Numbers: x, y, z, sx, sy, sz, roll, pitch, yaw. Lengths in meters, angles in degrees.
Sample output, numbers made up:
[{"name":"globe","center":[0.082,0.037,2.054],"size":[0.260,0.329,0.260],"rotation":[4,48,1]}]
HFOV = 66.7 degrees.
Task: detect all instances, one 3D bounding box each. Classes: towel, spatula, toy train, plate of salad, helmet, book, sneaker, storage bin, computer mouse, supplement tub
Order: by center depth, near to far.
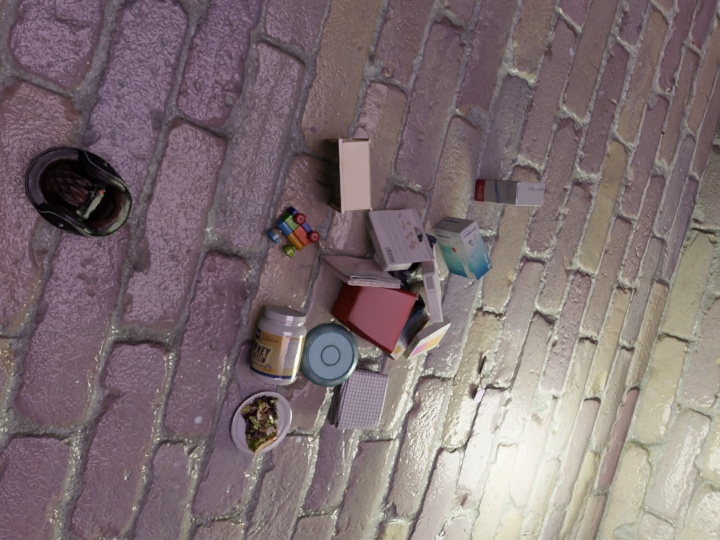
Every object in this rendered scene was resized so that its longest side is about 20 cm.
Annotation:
[{"name":"helmet","center":[-0.628,-0.176,1.214],"size":[0.200,0.190,0.201],"rotation":[-50,156,-31]},{"name":"storage bin","center":[-0.038,-0.280,1.583],"size":[0.093,0.199,0.202],"rotation":[-6,105,-15]},{"name":"supplement tub","center":[-0.237,0.215,1.591],"size":[0.143,0.144,0.202],"rotation":[9,96,-35]},{"name":"toy train","center":[-0.177,-0.079,1.607],"size":[0.116,0.085,0.200],"rotation":[-41,121,-7]},{"name":"plate of salad","center":[-0.296,0.469,1.668],"size":[0.198,0.048,0.202],"rotation":[-8,105,-31]},{"name":"towel","center":[0.000,0.000,1.672],"size":[0.198,0.191,0.033],"rotation":[6,109,-34]},{"name":"computer mouse","center":[0.141,0.053,1.811],"size":[0.046,0.140,0.201],"rotation":[-35,118,-13]},{"name":"towel","center":[-0.009,0.425,1.828],"size":[0.164,0.085,0.202],"rotation":[11,89,-27]},{"name":"sneaker","center":[0.193,-0.046,1.868],"size":[0.200,0.077,0.086],"rotation":[-49,157,-32]},{"name":"book","center":[0.226,0.238,1.888],"size":[0.133,0.200,0.048],"rotation":[-27,70,-23]},{"name":"spatula","center":[0.486,0.438,2.198],"size":[0.056,0.020,0.202],"rotation":[0,99,-46]}]

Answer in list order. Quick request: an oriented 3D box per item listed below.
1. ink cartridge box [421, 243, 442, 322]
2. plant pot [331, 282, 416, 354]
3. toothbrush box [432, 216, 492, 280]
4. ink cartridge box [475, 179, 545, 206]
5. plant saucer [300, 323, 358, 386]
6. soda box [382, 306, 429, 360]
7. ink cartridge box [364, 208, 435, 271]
[{"name":"ink cartridge box","center":[0.237,0.040,1.811],"size":[0.044,0.177,0.201],"rotation":[-7,124,10]},{"name":"plant pot","center":[0.026,0.119,1.727],"size":[0.175,0.200,0.201],"rotation":[26,86,-24]},{"name":"toothbrush box","center":[0.358,-0.080,1.919],"size":[0.085,0.146,0.201],"rotation":[-36,119,-22]},{"name":"ink cartridge box","center":[0.532,-0.279,1.957],"size":[0.145,0.199,0.084],"rotation":[-3,102,-33]},{"name":"plant saucer","center":[-0.096,0.268,1.729],"size":[0.198,0.027,0.202],"rotation":[0,89,-19]},{"name":"soda box","center":[0.149,0.211,1.897],"size":[0.200,0.063,0.069],"rotation":[-48,122,-16]},{"name":"ink cartridge box","center":[0.124,-0.100,1.739],"size":[0.175,0.045,0.202],"rotation":[-6,64,-25]}]
